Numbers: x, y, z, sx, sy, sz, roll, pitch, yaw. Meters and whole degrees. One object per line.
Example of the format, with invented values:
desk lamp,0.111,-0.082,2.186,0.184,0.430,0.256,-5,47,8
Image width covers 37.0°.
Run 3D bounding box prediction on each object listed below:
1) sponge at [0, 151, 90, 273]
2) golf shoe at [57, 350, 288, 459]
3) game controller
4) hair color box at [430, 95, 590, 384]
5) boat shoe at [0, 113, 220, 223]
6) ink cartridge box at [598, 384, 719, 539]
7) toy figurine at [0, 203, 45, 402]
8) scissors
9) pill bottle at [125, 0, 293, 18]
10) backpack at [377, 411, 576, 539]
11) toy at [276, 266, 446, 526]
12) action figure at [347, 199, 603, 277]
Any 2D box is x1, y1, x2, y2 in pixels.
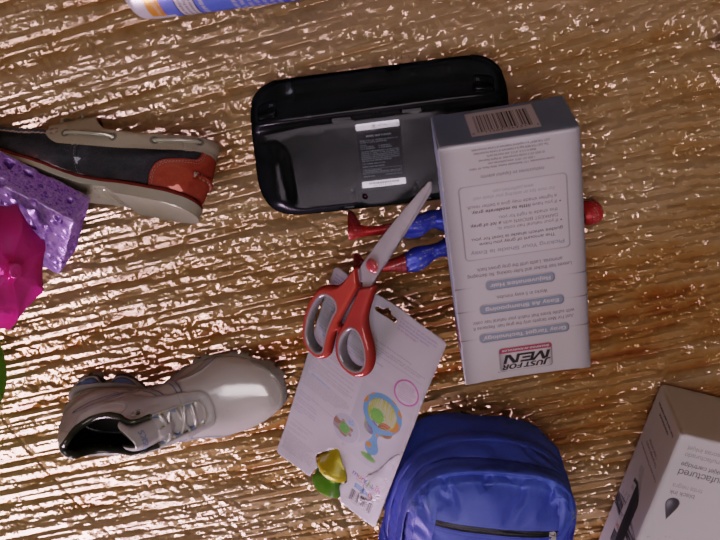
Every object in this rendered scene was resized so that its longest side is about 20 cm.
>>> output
sponge,-0.311,-0.072,0.837,0.199,0.030,0.112,29,153,-8
golf shoe,-0.159,0.127,0.908,0.198,0.097,0.079,-11,110,8
game controller,0.015,-0.102,0.820,0.198,0.042,0.105,-6,105,8
hair color box,0.113,-0.019,0.794,0.098,0.061,0.201,-8,120,2
boat shoe,-0.206,-0.088,0.838,0.198,0.071,0.063,13,77,14
ink cartridge box,0.296,0.216,0.915,0.143,0.084,0.201,13,114,-2
toy figurine,-0.321,0.002,0.828,0.184,0.150,0.201,-42,79,34
scissors,0.000,0.000,0.821,0.073,0.014,0.201,37,130,25
pill bottle,-0.065,-0.239,0.734,0.198,0.112,0.113,-6,113,6
backpack,0.102,0.231,0.895,0.161,0.168,0.202,5,112,-10
toy,0.005,0.104,0.901,0.115,0.047,0.201,33,120,24
action figure,0.091,-0.034,0.844,0.198,0.052,0.066,-6,118,3
